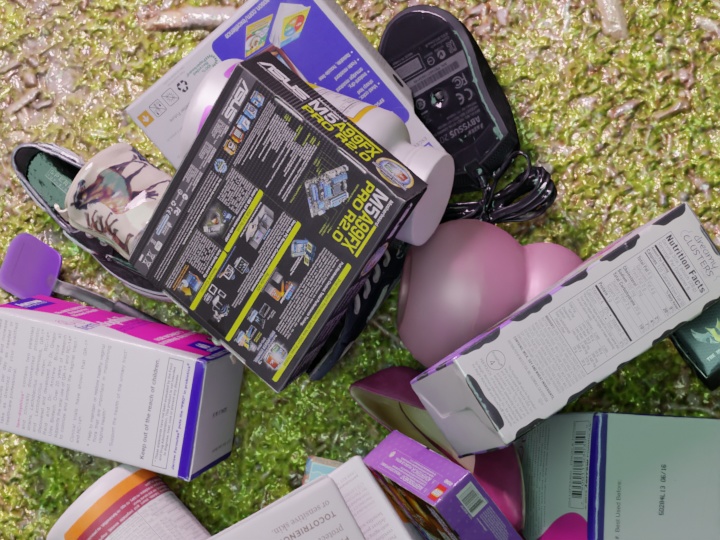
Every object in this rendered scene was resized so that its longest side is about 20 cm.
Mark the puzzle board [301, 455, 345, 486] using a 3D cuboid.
[{"bbox_3d":[0.034,0.246,1.387,0.198,0.017,0.152,11,86,14],"label":"puzzle board"}]

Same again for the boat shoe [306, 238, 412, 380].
[{"bbox_3d":[0.000,0.000,1.359,0.074,0.093,0.201,27,109,1],"label":"boat shoe"}]

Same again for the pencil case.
[{"bbox_3d":[-0.148,-0.018,1.373,0.199,0.078,0.090,37,68,9],"label":"pencil case"}]

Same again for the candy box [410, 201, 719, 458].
[{"bbox_3d":[0.146,0.046,1.196,0.199,0.168,0.072,-33,87,-12],"label":"candy box"}]

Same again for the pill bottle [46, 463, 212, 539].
[{"bbox_3d":[-0.154,0.260,1.378,0.110,0.110,0.200,-44,80,4],"label":"pill bottle"}]

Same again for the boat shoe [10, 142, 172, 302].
[{"bbox_3d":[-0.219,-0.045,1.455,0.200,0.068,0.072,40,93,15],"label":"boat shoe"}]

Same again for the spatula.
[{"bbox_3d":[-0.228,0.027,1.471,0.198,0.021,0.057,24,101,12],"label":"spatula"}]

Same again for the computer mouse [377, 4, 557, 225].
[{"bbox_3d":[0.077,-0.122,1.406,0.138,0.053,0.202,-23,83,25],"label":"computer mouse"}]

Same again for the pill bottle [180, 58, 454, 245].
[{"bbox_3d":[-0.032,-0.086,1.305,0.198,0.104,0.105,21,88,20],"label":"pill bottle"}]

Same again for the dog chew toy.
[{"bbox_3d":[0.131,0.029,1.339,0.198,0.125,0.126,8,84,-6],"label":"dog chew toy"}]

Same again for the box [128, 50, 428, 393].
[{"bbox_3d":[-0.065,-0.034,1.255,0.160,0.044,0.201,39,122,9],"label":"box"}]

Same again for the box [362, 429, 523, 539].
[{"bbox_3d":[0.094,0.216,1.265,0.039,0.137,0.201,-41,110,-11],"label":"box"}]

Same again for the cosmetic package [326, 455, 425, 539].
[{"bbox_3d":[0.033,0.248,1.327,0.071,0.101,0.201,-34,77,5],"label":"cosmetic package"}]

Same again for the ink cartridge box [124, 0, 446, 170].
[{"bbox_3d":[-0.060,-0.118,1.402,0.198,0.043,0.200,-37,100,22],"label":"ink cartridge box"}]

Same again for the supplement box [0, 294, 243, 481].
[{"bbox_3d":[-0.208,0.094,1.409,0.198,0.101,0.105,11,99,14],"label":"supplement box"}]

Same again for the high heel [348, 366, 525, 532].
[{"bbox_3d":[0.060,0.137,1.309,0.095,0.201,0.068,-4,126,-16],"label":"high heel"}]

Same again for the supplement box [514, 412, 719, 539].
[{"bbox_3d":[0.183,0.159,1.251,0.102,0.200,0.102,4,84,-14],"label":"supplement box"}]

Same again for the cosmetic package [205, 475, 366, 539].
[{"bbox_3d":[-0.066,0.290,1.236,0.165,0.167,0.201,-25,80,-30],"label":"cosmetic package"}]

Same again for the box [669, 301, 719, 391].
[{"bbox_3d":[0.325,0.008,1.278,0.200,0.158,0.051,-40,77,6],"label":"box"}]
